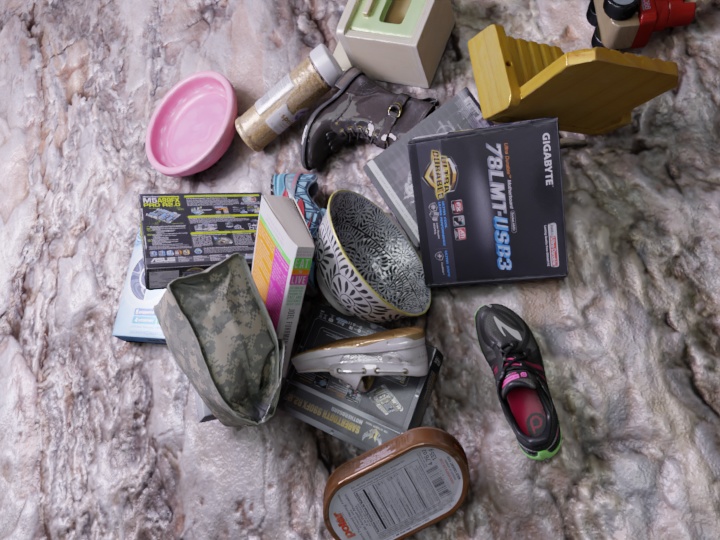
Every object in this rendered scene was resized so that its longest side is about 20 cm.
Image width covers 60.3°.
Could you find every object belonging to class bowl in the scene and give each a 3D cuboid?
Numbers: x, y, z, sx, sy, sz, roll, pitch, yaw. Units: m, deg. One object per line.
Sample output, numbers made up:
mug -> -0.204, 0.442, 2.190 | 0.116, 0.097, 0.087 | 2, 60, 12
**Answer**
bowl -> 0.000, 0.000, 0.853 | 0.094, 0.198, 0.205 | -39, 61, 27

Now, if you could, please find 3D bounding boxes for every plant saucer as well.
plant saucer -> -0.292, -0.253, 1.100 | 0.195, 0.051, 0.207 | -11, 64, 24

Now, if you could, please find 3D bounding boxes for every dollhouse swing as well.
dollhouse swing -> 0.273, -0.276, 0.796 | 0.193, 0.176, 0.188 | 2, 66, -20

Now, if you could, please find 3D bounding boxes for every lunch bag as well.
lunch bag -> -0.171, 0.103, 0.793 | 0.115, 0.163, 0.205 | -24, 88, -28

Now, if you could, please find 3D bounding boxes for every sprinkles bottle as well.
sprinkles bottle -> -0.118, -0.285, 1.032 | 0.198, 0.068, 0.069 | -36, 62, 15

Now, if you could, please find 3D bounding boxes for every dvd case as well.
dvd case -> 0.121, -0.152, 0.921 | 0.198, 0.016, 0.151 | -36, 80, 3

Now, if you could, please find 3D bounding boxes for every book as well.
book -> -0.114, 0.022, 0.843 | 0.135, 0.047, 0.205 | -123, 42, -49

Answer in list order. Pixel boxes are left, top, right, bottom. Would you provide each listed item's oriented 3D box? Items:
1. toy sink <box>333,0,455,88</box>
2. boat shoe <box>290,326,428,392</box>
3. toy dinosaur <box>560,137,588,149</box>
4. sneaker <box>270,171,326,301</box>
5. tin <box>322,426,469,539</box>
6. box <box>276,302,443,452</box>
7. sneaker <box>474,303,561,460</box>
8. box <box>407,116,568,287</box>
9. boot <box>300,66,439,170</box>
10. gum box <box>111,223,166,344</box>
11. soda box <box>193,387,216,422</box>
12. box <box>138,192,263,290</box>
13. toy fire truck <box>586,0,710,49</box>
toy sink -> 0.036, -0.400, 1.011 | 0.195, 0.112, 0.134 | 18, 77, 25
boat shoe -> -0.004, 0.123, 0.801 | 0.195, 0.070, 0.072 | -12, 92, 29
toy dinosaur -> 0.224, -0.151, 0.869 | 0.198, 0.089, 0.048 | -38, 37, 1
sneaker -> -0.080, -0.059, 0.944 | 0.092, 0.079, 0.207 | -11, 78, -5
tin -> 0.043, 0.273, 0.768 | 0.196, 0.042, 0.114 | -29, 97, 8
box -> -0.003, 0.153, 0.855 | 0.195, 0.048, 0.163 | 17, 78, 25
sneaker -> 0.198, 0.128, 0.772 | 0.075, 0.084, 0.205 | -24, 64, 8
box -> 0.170, -0.087, 0.825 | 0.192, 0.050, 0.207 | -3, 105, 19
boot -> 0.012, -0.216, 0.980 | 0.172, 0.069, 0.203 | 33, 90, 20
gum box -> -0.306, 0.017, 1.018 | 0.164, 0.045, 0.207 | 1, 70, 20
soda box -> -0.218, 0.112, 0.910 | 0.066, 0.063, 0.206 | -5, 73, -24
box -> -0.229, -0.050, 0.935 | 0.194, 0.045, 0.163 | -4, 46, -23
toy fire truck -> 0.432, -0.422, 0.881 | 0.193, 0.129, 0.182 | -3, 68, 6
